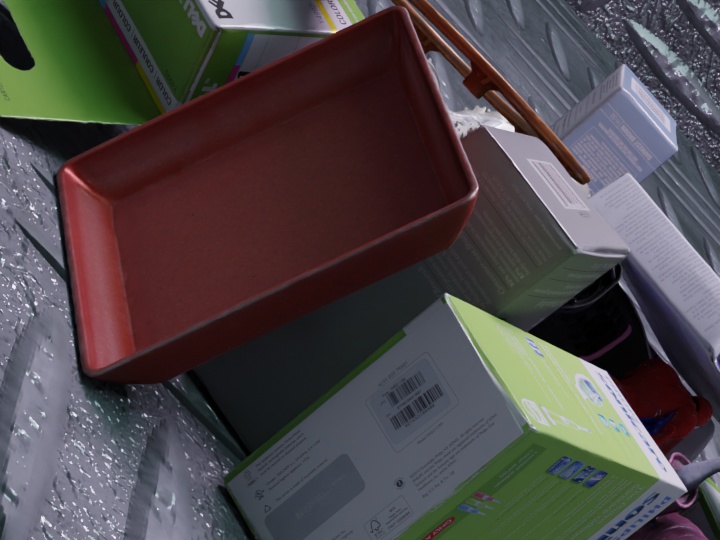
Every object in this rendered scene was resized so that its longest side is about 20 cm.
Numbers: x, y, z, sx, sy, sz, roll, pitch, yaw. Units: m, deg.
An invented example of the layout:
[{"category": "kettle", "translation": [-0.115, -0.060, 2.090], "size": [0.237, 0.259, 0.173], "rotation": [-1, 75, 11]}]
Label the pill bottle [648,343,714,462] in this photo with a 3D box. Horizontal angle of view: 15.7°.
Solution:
[{"category": "pill bottle", "translation": [0.129, 0.062, 1.706], "size": [0.200, 0.111, 0.111], "rotation": [51, 14, 1]}]

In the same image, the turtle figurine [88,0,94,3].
[{"category": "turtle figurine", "translation": [-0.095, -0.130, 1.537], "size": [0.200, 0.101, 0.150], "rotation": [22, 15, -33]}]

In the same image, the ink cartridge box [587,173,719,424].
[{"category": "ink cartridge box", "translation": [0.227, 0.061, 1.595], "size": [0.200, 0.041, 0.200], "rotation": [57, 1, 41]}]

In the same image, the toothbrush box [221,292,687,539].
[{"category": "toothbrush box", "translation": [0.050, 0.106, 1.278], "size": [0.200, 0.146, 0.086], "rotation": [25, 28, -58]}]

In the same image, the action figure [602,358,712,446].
[{"category": "action figure", "translation": [0.125, 0.091, 1.566], "size": [0.200, 0.099, 0.065], "rotation": [8, 41, -36]}]

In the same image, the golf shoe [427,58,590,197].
[{"category": "golf shoe", "translation": [0.054, -0.063, 1.627], "size": [0.200, 0.078, 0.097], "rotation": [30, 49, -20]}]

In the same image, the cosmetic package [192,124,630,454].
[{"category": "cosmetic package", "translation": [0.024, 0.019, 1.313], "size": [0.090, 0.200, 0.107], "rotation": [52, 17, 13]}]

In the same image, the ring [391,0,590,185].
[{"category": "ring", "translation": [0.049, -0.114, 1.414], "size": [0.200, 0.019, 0.200], "rotation": [45, 3, -3]}]

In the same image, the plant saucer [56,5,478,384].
[{"category": "plant saucer", "translation": [-0.045, -0.032, 1.259], "size": [0.200, 0.199, 0.037], "rotation": [-108, 171, -58]}]

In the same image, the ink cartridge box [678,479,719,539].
[{"category": "ink cartridge box", "translation": [0.256, 0.247, 1.670], "size": [0.148, 0.076, 0.200], "rotation": [42, 17, -31]}]

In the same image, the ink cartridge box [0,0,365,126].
[{"category": "ink cartridge box", "translation": [-0.116, -0.149, 1.394], "size": [0.200, 0.076, 0.148], "rotation": [0, 45, -36]}]

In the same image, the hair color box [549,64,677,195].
[{"category": "hair color box", "translation": [0.124, -0.049, 1.791], "size": [0.061, 0.200, 0.099], "rotation": [48, 14, -6]}]

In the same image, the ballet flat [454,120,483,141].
[{"category": "ballet flat", "translation": [0.029, -0.057, 1.431], "size": [0.072, 0.072, 0.200], "rotation": [53, 12, 14]}]

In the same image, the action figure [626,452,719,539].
[{"category": "action figure", "translation": [0.179, 0.179, 1.475], "size": [0.200, 0.149, 0.134], "rotation": [43, -25, 43]}]

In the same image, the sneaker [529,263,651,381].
[{"category": "sneaker", "translation": [0.131, 0.019, 1.575], "size": [0.200, 0.071, 0.099], "rotation": [57, -4, -26]}]
